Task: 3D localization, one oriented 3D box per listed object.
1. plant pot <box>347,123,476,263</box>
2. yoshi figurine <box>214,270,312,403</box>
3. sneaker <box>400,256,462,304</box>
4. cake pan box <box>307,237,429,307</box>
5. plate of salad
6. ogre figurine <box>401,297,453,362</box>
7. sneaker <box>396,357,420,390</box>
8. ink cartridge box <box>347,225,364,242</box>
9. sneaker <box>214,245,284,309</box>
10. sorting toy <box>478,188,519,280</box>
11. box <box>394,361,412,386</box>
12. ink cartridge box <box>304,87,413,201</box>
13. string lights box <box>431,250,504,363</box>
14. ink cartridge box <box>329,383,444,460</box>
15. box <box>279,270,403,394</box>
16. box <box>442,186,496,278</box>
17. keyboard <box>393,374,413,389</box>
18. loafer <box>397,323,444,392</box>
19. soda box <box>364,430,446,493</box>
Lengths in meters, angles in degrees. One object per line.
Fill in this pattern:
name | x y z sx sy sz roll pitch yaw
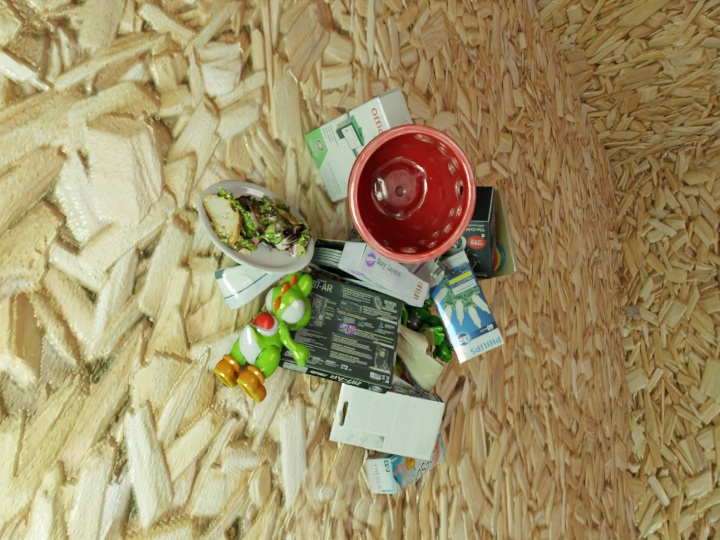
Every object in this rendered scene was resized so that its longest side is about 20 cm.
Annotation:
plant pot | 0.074 -0.131 0.863 0.183 0.195 0.205 -101 166 -76
yoshi figurine | -0.130 0.099 0.812 0.112 0.111 0.203 40 63 -16
sneaker | 0.144 -0.033 1.059 0.078 0.136 0.206 -49 157 -78
cake pan box | 0.000 0.000 0.954 0.198 0.181 0.054 30 73 -44
plate of salad | -0.156 -0.078 0.831 0.195 0.048 0.203 24 37 -19
ogre figurine | 0.116 0.100 1.130 0.120 0.194 0.101 -61 171 -69
sneaker | 0.075 0.178 1.084 0.200 0.075 0.078 47 63 -18
ink cartridge box | 0.040 -0.089 1.140 0.109 0.049 0.204 45 48 -33
sneaker | -0.153 -0.020 0.856 0.200 0.071 0.072 -46 117 -47
sorting toy | 0.277 -0.076 1.322 0.068 0.196 0.207 -8 85 -42
box | 0.061 0.235 1.052 0.203 0.074 0.050 58 42 -21
ink cartridge box | 0.007 -0.238 1.021 0.084 0.196 0.150 -39 108 -47
string lights box | 0.213 0.075 1.102 0.205 0.100 0.059 67 10 10
ink cartridge box | 0.046 0.267 0.962 0.193 0.050 0.113 14 96 -10
box | -0.031 0.106 0.911 0.193 0.044 0.165 15 62 -8
box | 0.199 -0.084 1.176 0.185 0.193 0.106 70 31 -48
keyboard | 0.009 0.191 0.976 0.197 0.057 0.011 35 11 -20
loafer | 0.091 0.139 1.016 0.068 0.076 0.202 -38 101 -5
soda box | 0.094 0.376 1.053 0.197 0.067 0.066 -6 80 -53
